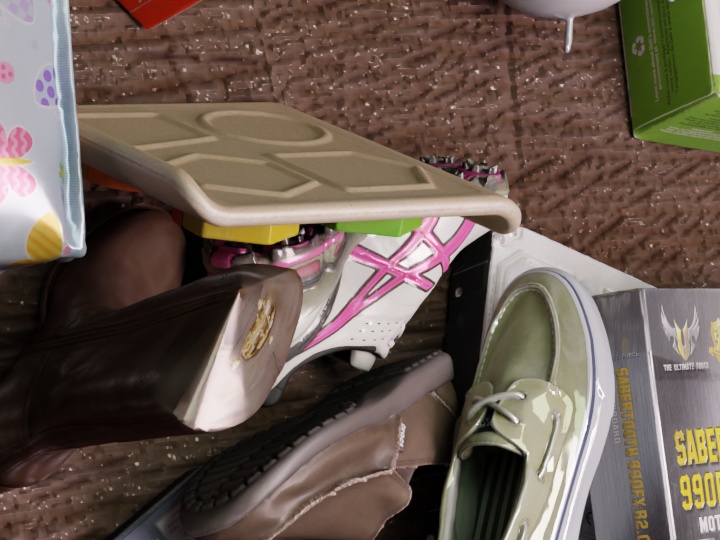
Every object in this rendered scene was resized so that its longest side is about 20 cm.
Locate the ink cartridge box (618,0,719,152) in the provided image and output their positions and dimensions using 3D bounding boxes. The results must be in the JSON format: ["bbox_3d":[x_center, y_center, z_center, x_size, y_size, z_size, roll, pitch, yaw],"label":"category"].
[{"bbox_3d":[0.224,-0.174,1.616,0.147,0.076,0.201,7,69,-36],"label":"ink cartridge box"}]

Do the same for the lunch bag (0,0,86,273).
[{"bbox_3d":[-0.219,-0.096,1.206,0.169,0.127,0.201,-2,85,-37],"label":"lunch bag"}]

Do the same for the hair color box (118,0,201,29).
[{"bbox_3d":[-0.131,-0.230,1.361,0.200,0.064,0.111,47,53,-18],"label":"hair color box"}]

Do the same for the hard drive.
[{"bbox_3d":[0.103,0.087,1.454,0.139,0.038,0.201,24,60,-31],"label":"hard drive"}]

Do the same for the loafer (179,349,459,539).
[{"bbox_3d":[-0.006,0.099,1.327,0.200,0.073,0.071,-27,97,-49],"label":"loafer"}]

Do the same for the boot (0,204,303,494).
[{"bbox_3d":[-0.079,0.018,1.224,0.064,0.200,0.187,44,53,-18],"label":"boot"}]

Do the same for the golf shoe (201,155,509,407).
[{"bbox_3d":[0.000,0.000,1.390,0.200,0.072,0.092,-24,115,-40],"label":"golf shoe"}]

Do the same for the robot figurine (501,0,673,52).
[{"bbox_3d":[0.098,-0.222,1.507,0.169,0.113,0.200,-26,92,-2],"label":"robot figurine"}]

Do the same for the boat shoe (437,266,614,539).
[{"bbox_3d":[0.078,0.088,1.353,0.062,0.072,0.201,36,55,-51],"label":"boat shoe"}]

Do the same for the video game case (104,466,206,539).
[{"bbox_3d":[-0.068,0.211,1.286,0.143,0.019,0.200,-39,101,-40],"label":"video game case"}]

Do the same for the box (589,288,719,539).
[{"bbox_3d":[0.188,0.090,1.468,0.200,0.048,0.159,2,80,-55],"label":"box"}]

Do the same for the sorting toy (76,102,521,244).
[{"bbox_3d":[-0.053,-0.045,1.298,0.200,0.185,0.037,2,105,-40],"label":"sorting toy"}]
